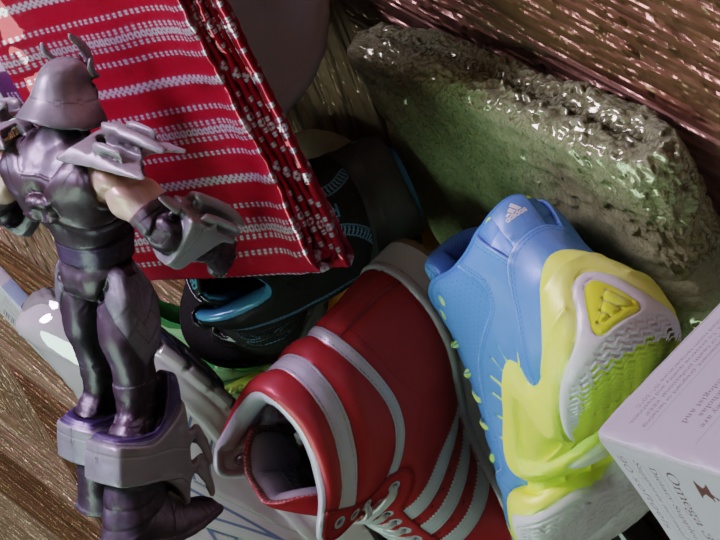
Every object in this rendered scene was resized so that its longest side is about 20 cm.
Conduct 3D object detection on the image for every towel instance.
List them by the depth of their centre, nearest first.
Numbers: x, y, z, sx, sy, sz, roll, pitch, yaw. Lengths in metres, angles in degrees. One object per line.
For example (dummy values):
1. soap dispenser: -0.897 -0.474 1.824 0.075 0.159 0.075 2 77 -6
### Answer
1. towel: -0.094 -0.080 1.119 0.144 0.022 0.200 -2 122 48
2. towel: 0.079 -0.026 1.148 0.200 0.036 0.149 25 151 50

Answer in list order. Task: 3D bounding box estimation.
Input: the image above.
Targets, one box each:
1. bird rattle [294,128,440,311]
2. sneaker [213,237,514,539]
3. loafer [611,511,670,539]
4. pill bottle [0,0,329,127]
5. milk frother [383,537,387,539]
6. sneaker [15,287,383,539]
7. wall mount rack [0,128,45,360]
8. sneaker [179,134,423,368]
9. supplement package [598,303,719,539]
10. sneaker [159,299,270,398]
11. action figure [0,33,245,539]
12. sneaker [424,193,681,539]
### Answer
1. bird rattle: 0.000 0.000 1.342 0.200 0.112 0.163 51 155 32
2. sneaker: 0.007 0.092 1.195 0.071 0.112 0.200 26 146 40
3. loafer: 0.099 0.077 1.255 0.200 0.071 0.073 45 155 -9
4. pill bottle: -0.100 -0.107 1.253 0.112 0.112 0.200 52 160 -16
5. milk frother: -0.024 0.229 1.598 0.180 0.201 0.188 23 174 -35
6. sneaker: -0.081 0.086 1.296 0.200 0.087 0.075 43 179 -13
7. wall mount rack: -0.188 -0.014 1.718 0.200 0.075 0.174 46 165 2
8. sneaker: -0.049 -0.004 1.249 0.073 0.082 0.200 67 153 11
9. supplement package: 0.197 0.074 0.963 0.117 0.117 0.200 56 159 -25
10. sneaker: -0.064 0.060 1.580 0.200 0.084 0.074 30 -177 -7
11. action figure: -0.100 0.003 1.132 0.130 0.069 0.201 20 124 50
12. sneaker: 0.074 0.037 1.138 0.105 0.076 0.200 54 158 25
